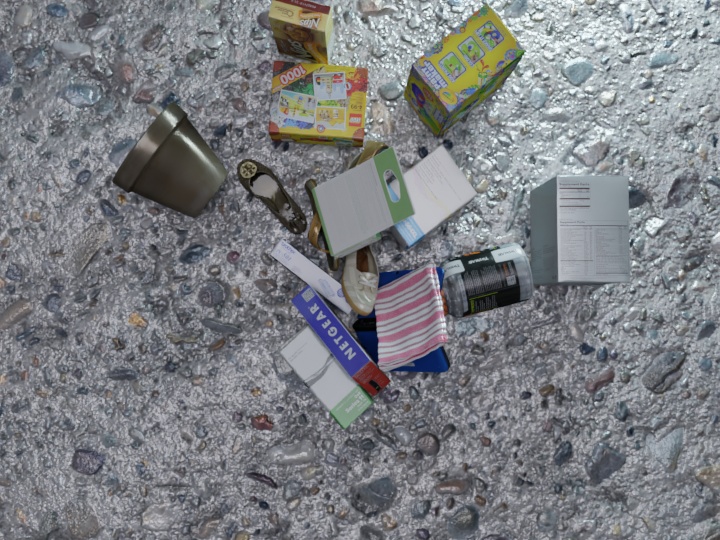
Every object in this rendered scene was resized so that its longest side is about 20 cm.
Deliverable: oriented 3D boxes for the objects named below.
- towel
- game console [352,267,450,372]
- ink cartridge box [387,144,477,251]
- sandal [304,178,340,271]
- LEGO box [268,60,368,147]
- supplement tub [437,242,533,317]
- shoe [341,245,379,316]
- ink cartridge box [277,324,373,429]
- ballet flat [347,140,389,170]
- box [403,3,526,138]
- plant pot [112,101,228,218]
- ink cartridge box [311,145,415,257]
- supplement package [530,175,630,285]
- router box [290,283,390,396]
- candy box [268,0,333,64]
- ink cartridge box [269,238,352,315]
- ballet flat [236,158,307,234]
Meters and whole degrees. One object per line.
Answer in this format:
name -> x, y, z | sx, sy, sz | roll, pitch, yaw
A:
towel -> 0.089, 0.083, 1.349 | 0.145, 0.030, 0.202 | -27, 43, 24
game console -> 0.095, 0.102, 1.437 | 0.118, 0.198, 0.173 | -44, 119, -41
ink cartridge box -> 0.138, -0.152, 1.455 | 0.199, 0.129, 0.126 | -36, 88, -2
sandal -> -0.089, -0.090, 1.471 | 0.053, 0.080, 0.203 | -17, 81, -14
LEGO box -> -0.086, -0.346, 1.486 | 0.196, 0.077, 0.152 | 4, 87, -1
supplement tub -> 0.241, 0.024, 1.452 | 0.197, 0.123, 0.125 | -14, 87, -2
shoe -> 0.000, 0.000, 1.426 | 0.069, 0.054, 0.202 | 16, 44, -24
ink cartridge box -> -0.070, 0.206, 1.425 | 0.083, 0.147, 0.201 | -41, 89, -4
ballet flat -> -0.010, -0.185, 1.496 | 0.063, 0.069, 0.201 | 31, 84, 28
box -> 0.202, -0.393, 1.433 | 0.192, 0.200, 0.123 | -39, 88, -4
plant pot -> -0.367, -0.206, 1.433 | 0.173, 0.200, 0.201 | 37, 87, -16
ink cartridge box -> 0.010, -0.130, 1.378 | 0.198, 0.048, 0.148 | -24, 75, 24
supplement package -> 0.434, -0.073, 1.425 | 0.144, 0.191, 0.204 | 0, 88, -2
router box -> -0.036, 0.139, 1.382 | 0.049, 0.180, 0.200 | -40, 66, -3
candy box -> -0.115, -0.481, 1.430 | 0.114, 0.200, 0.056 | 16, 88, 0
ink cartridge box -> -0.092, 0.014, 1.460 | 0.199, 0.094, 0.044 | 37, 87, 1
ballet flat -> -0.185, -0.156, 1.490 | 0.067, 0.046, 0.201 | -40, 89, -3
